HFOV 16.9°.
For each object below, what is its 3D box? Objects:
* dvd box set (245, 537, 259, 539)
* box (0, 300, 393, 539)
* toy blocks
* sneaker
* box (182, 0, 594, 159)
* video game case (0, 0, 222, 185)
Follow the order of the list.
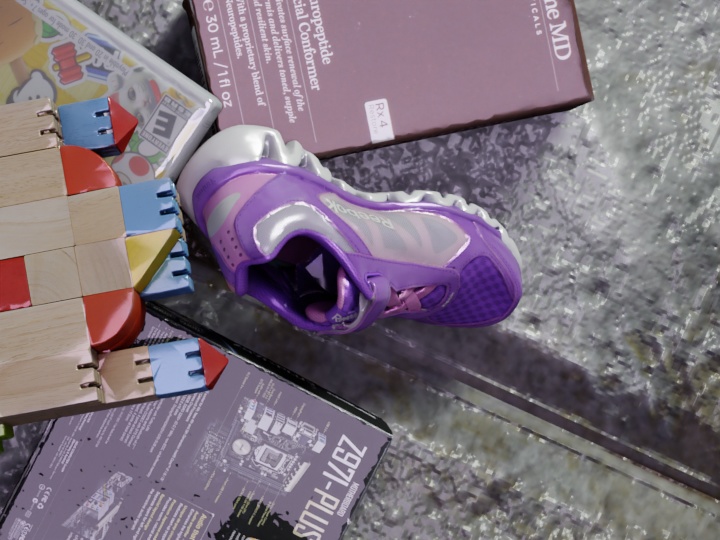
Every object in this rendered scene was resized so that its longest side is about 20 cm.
[{"bbox_3d":[-0.032,0.220,1.227,0.029,0.200,0.147,28,90,33],"label":"dvd box set"},{"bbox_3d":[-0.100,0.133,1.263,0.163,0.086,0.200,27,90,-4],"label":"box"},{"bbox_3d":[-0.143,-0.007,1.184,0.136,0.100,0.201,-10,82,1],"label":"toy blocks"},{"bbox_3d":[0.000,0.000,1.237,0.200,0.089,0.081,19,125,-29],"label":"sneaker"},{"bbox_3d":[0.014,-0.115,1.273,0.199,0.075,0.100,-13,92,-5],"label":"box"},{"bbox_3d":[-0.200,-0.066,1.248,0.200,0.023,0.182,35,96,10],"label":"video game case"}]
